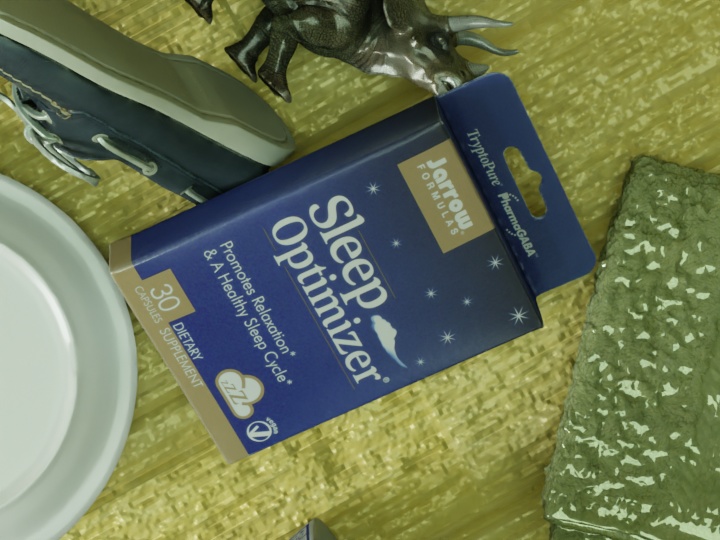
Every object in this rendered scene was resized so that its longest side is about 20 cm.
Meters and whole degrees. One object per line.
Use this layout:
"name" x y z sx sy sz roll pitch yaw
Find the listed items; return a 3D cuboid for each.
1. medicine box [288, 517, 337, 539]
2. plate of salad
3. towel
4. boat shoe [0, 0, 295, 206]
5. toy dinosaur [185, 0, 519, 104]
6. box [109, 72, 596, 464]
"medicine box" -0.054 0.228 0.964 0.182 0.200 0.103 -40 99 4
"plate of salad" -0.205 0.048 1.006 0.199 0.048 0.201 0 91 -12
"towel" 0.169 0.052 1.003 0.148 0.036 0.201 13 78 2
"boat shoe" -0.116 -0.075 0.946 0.200 0.075 0.062 20 117 -48
"toy dinosaur" -0.030 -0.145 0.975 0.102 0.077 0.200 -41 103 -5
"box" 0.000 0.000 0.987 0.199 0.032 0.121 -25 119 8
